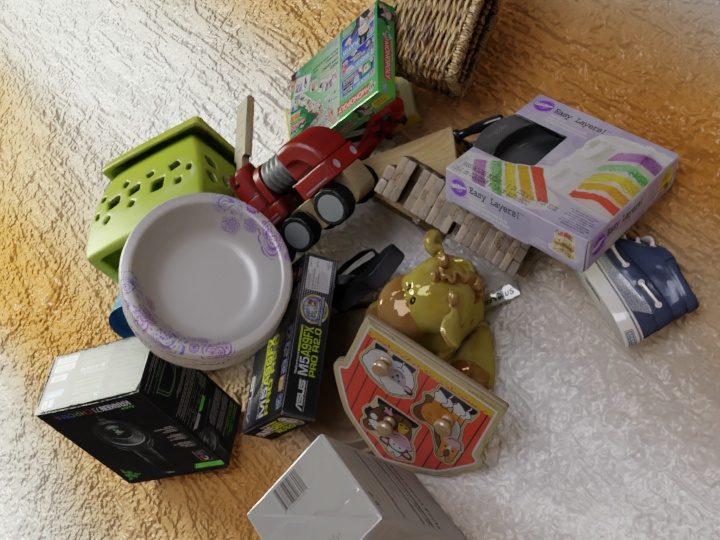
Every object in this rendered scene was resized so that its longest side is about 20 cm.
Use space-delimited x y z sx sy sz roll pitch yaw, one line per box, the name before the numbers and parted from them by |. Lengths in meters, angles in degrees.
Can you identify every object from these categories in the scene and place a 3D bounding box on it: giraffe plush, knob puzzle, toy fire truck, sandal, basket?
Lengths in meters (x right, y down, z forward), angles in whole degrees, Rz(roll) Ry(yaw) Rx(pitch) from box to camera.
giraffe plush | 0.082 0.050 1.164 0.200 0.162 0.173 -41 67 0
knob puzzle | 0.048 0.162 1.158 0.218 0.221 0.030 4 36 34
toy fire truck | -0.094 -0.132 1.315 0.176 0.129 0.200 -36 96 37
sandal | 0.000 -0.001 1.273 0.076 0.043 0.200 -53 6 -22
basket | 0.133 -0.319 1.326 0.148 0.142 0.201 23 94 42

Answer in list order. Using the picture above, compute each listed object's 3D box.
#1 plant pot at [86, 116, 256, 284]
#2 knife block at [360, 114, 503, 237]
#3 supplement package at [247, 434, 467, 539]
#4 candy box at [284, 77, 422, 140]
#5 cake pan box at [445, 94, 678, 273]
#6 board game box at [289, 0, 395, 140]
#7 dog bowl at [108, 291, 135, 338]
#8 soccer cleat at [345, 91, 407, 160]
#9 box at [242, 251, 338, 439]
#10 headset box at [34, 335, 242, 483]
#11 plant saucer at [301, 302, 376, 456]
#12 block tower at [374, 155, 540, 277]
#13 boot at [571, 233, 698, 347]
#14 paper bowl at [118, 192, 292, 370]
plant pot | -0.235 -0.081 1.436 0.199 0.199 0.183 -23 53 22
knife block | 0.102 -0.138 1.320 0.200 0.064 0.176 34 89 39
supplement package | 0.002 0.274 1.111 0.121 0.200 0.120 -47 52 6
candy box | -0.012 -0.212 1.452 0.199 0.026 0.103 -21 59 24
cake pan box | 0.219 -0.104 1.169 0.199 0.053 0.184 32 53 32
board game box | -0.026 -0.234 1.344 0.200 0.029 0.136 -29 54 48
dog bowl | -0.239 0.040 1.390 0.199 0.111 0.050 -19 51 24
soccer cleat | -0.020 -0.169 1.394 0.200 0.068 0.085 -48 56 26
box | -0.088 0.096 1.298 0.160 0.044 0.201 146 135 -62
headset box | -0.273 0.182 1.341 0.173 0.200 0.093 -14 47 27
plant saucer | -0.005 0.130 1.292 0.199 0.029 0.201 -14 61 27
block tower | 0.116 -0.065 1.224 0.199 0.058 0.054 32 103 10
boot | 0.282 -0.014 1.153 0.090 0.073 0.201 -26 57 2
paper bowl | -0.184 0.017 1.251 0.199 0.104 0.202 3 72 -10
